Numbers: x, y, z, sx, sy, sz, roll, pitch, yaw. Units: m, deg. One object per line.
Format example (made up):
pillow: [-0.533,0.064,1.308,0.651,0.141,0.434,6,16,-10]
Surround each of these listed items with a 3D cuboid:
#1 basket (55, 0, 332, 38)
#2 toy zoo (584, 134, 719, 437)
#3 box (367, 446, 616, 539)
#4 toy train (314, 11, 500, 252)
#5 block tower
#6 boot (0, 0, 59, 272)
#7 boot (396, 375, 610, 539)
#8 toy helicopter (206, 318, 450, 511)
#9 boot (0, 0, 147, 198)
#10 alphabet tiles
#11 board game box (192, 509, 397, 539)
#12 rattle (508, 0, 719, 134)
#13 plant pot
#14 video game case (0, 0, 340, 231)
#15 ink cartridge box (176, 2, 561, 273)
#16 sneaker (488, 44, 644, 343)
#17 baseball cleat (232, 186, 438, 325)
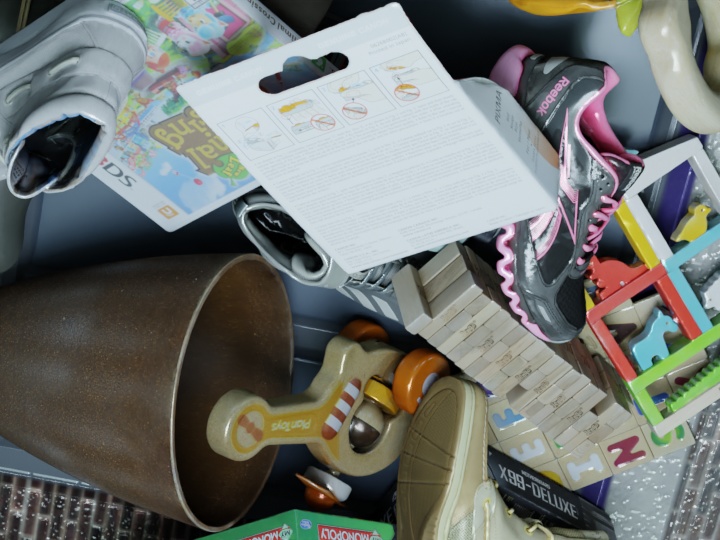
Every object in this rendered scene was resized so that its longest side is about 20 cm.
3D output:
basket: [-0.121,-0.213,1.280,0.200,0.136,0.181,38,80,-21]
toy zoo: [0.211,-0.001,1.398,0.131,0.020,0.201,-33,104,-2]
box: [0.071,0.231,1.500,0.157,0.050,0.201,28,112,-19]
toy train: [0.019,-0.093,1.358,0.199,0.085,0.115,24,103,-9]
block tower: [0.109,0.056,1.380,0.058,0.054,0.200,-41,126,19]
boot: [-0.194,-0.083,1.372,0.137,0.078,0.201,8,114,-7]
boot: [0.106,0.175,1.402,0.154,0.073,0.202,3,94,-26]
toy helicopter: [-0.032,0.110,1.381,0.079,0.199,0.133,24,106,39]
boot: [-0.208,-0.084,1.237,0.073,0.096,0.200,31,139,-24]
alphabet tiles: [0.154,0.087,1.457,0.199,0.006,0.167,-22,120,10]
board game box: [-0.077,0.211,1.435,0.199,0.029,0.134,-21,156,35]
rattle: [0.204,-0.123,1.347,0.142,0.131,0.200,-21,138,21]
plant pot: [-0.173,0.069,1.388,0.198,0.187,0.188,8,115,22]
video game case: [-0.119,-0.112,1.273,0.199,0.022,0.182,-25,130,38]
ink cartridge box: [0.008,-0.088,1.232,0.161,0.050,0.200,-17,134,28]
sneaker: [0.139,-0.047,1.310,0.095,0.079,0.202,1,109,25]
baseball cleat: [0.000,0.000,1.382,0.199,0.107,0.070,22,107,-10]
